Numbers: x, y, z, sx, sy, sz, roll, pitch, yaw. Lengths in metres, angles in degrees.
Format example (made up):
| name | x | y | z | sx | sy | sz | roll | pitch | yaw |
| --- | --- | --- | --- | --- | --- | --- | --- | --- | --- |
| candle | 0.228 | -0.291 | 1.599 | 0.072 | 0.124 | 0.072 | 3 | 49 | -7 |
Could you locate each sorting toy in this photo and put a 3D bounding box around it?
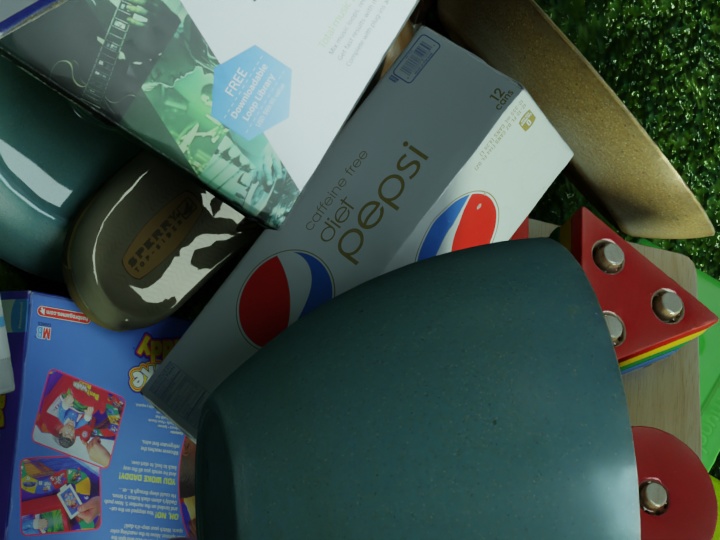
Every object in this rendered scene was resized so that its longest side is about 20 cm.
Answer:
| name | x | y | z | sx | sy | sz | roll | pitch | yaw |
| --- | --- | --- | --- | --- | --- | --- | --- | --- | --- |
| sorting toy | 0.079 | 0.057 | 1.067 | 0.197 | 0.070 | 0.201 | 12 | 62 | -20 |

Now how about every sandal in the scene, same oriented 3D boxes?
| name | x | y | z | sx | sy | sz | roll | pitch | yaw |
| --- | --- | --- | --- | --- | --- | --- | --- | --- | --- |
| sandal | -0.048 | -0.056 | 0.991 | 0.080 | 0.054 | 0.200 | 45 | 73 | -22 |

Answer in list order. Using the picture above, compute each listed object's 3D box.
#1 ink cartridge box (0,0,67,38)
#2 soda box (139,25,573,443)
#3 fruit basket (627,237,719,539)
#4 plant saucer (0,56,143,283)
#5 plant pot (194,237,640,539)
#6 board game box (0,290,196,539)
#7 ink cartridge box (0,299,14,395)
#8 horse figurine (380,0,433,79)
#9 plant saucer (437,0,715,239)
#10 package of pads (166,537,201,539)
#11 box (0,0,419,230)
| name | x | y | z | sx | sy | sz | roll | pitch | yaw |
| --- | --- | --- | --- | --- | --- | --- | --- | --- | --- |
| ink cartridge box | -0.134 | -0.186 | 0.834 | 0.200 | 0.047 | 0.197 | 51 | 48 | 2 |
| soda box | 0.000 | 0.000 | 0.989 | 0.200 | 0.064 | 0.068 | -52 | 147 | -3 |
| fruit basket | 0.146 | 0.116 | 1.204 | 0.214 | 0.155 | 0.217 | 9 | 71 | -28 |
| plant saucer | -0.105 | -0.093 | 1.006 | 0.199 | 0.027 | 0.202 | -1 | 92 | -28 |
| plant pot | 0.010 | 0.090 | 0.883 | 0.134 | 0.200 | 0.202 | -2 | 89 | -14 |
| board game box | -0.087 | 0.090 | 1.040 | 0.199 | 0.045 | 0.136 | 13 | 79 | -42 |
| ink cartridge box | -0.209 | -0.039 | 0.915 | 0.103 | 0.059 | 0.202 | -13 | 97 | -39 |
| horse figurine | -0.028 | -0.113 | 1.102 | 0.199 | 0.050 | 0.134 | 17 | 84 | -45 |
| plant saucer | 0.097 | -0.083 | 1.150 | 0.035 | 0.200 | 0.200 | -40 | 121 | 2 |
| package of pads | -0.143 | 0.186 | 0.908 | 0.199 | 0.076 | 0.121 | -13 | 87 | -20 |
| box | -0.079 | -0.129 | 0.934 | 0.199 | 0.036 | 0.145 | 32 | 84 | -14 |
